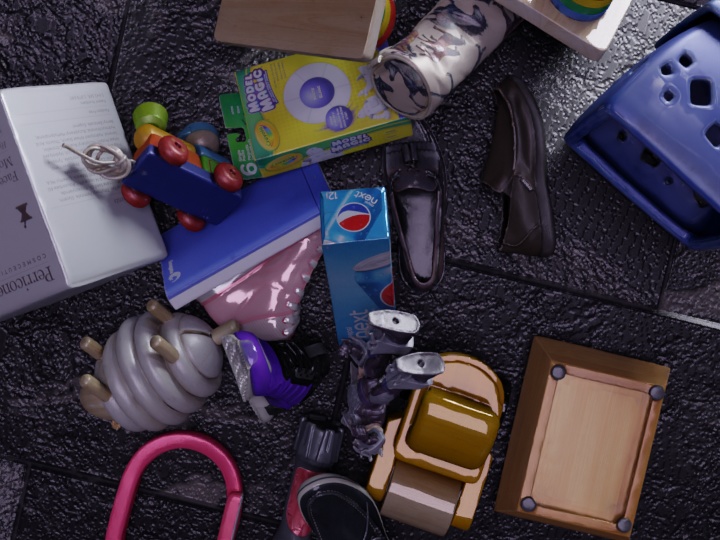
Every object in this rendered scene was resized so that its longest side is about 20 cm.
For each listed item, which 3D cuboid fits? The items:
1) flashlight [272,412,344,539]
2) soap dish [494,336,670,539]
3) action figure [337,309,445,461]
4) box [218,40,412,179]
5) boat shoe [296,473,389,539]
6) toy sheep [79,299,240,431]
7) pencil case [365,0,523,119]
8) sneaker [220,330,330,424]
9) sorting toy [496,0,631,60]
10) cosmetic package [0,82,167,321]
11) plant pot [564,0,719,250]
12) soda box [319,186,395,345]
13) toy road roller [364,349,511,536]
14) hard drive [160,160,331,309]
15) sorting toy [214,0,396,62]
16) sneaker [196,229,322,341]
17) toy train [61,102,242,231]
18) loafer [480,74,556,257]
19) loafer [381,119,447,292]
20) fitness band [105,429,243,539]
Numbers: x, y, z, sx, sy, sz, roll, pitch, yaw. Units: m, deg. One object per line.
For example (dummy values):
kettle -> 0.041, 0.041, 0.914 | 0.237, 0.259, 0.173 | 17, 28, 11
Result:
flashlight -> -0.062, 0.266, 1.186 | 0.067, 0.068, 0.203 | 17, 97, 21
soap dish -> 0.245, 0.188, 1.172 | 0.155, 0.081, 0.203 | 13, 92, 1
action figure -> 0.014, 0.117, 1.113 | 0.069, 0.201, 0.131 | -5, 61, -24
box -> -0.053, -0.178, 1.158 | 0.198, 0.048, 0.119 | -17, 68, 3
boat shoe -> -0.005, 0.294, 1.149 | 0.074, 0.062, 0.201 | -25, 122, 4
toy sheep -> -0.217, 0.103, 1.152 | 0.198, 0.138, 0.139 | -24, 92, 16
pencil case -> 0.092, -0.245, 1.117 | 0.089, 0.078, 0.200 | 44, 64, -4
sneaker -> -0.083, 0.097, 1.125 | 0.098, 0.200, 0.070 | -22, 71, -4
sorting toy -> 0.210, -0.353, 1.102 | 0.197, 0.070, 0.201 | 31, 63, -1
cosmetic package -> -0.335, -0.068, 1.106 | 0.163, 0.165, 0.202 | -19, 92, 28
plant pot -> 0.354, -0.153, 1.099 | 0.200, 0.200, 0.180 | 41, 87, 0
soda box -> 0.000, 0.000, 1.109 | 0.067, 0.201, 0.065 | -5, 58, 1
toy road roller -> 0.085, 0.187, 1.142 | 0.121, 0.146, 0.202 | 18, 93, 1
hard drive -> -0.123, -0.047, 1.147 | 0.198, 0.132, 0.026 | -29, 123, 2
sorting toy -> -0.038, -0.321, 1.123 | 0.198, 0.069, 0.202 | 14, 91, 32
sneaker -> -0.076, 0.011, 1.175 | 0.199, 0.075, 0.105 | -34, 94, 5
toy train -> -0.219, -0.131, 1.110 | 0.199, 0.117, 0.085 | 25, 126, -37
loafer -> 0.165, -0.110, 1.162 | 0.070, 0.073, 0.203 | -10, 93, 0
loafer -> 0.064, -0.076, 1.171 | 0.071, 0.063, 0.203 | -6, 93, 1
fitness band -> -0.210, 0.281, 1.210 | 0.142, 0.037, 0.203 | 17, 92, 3
